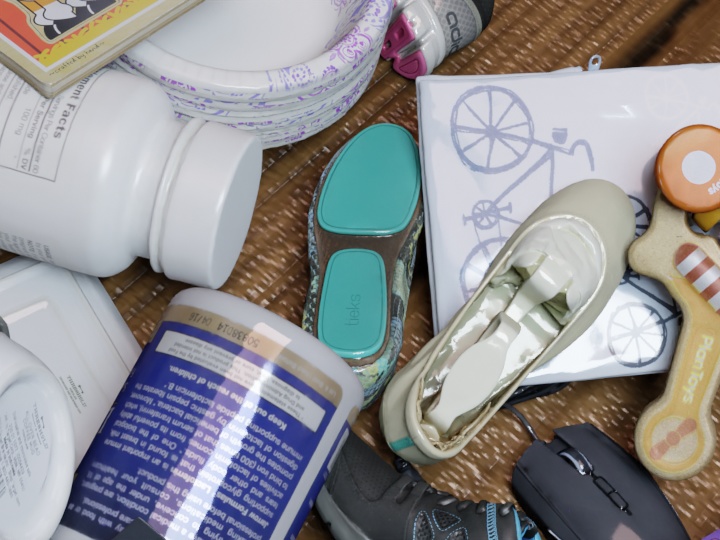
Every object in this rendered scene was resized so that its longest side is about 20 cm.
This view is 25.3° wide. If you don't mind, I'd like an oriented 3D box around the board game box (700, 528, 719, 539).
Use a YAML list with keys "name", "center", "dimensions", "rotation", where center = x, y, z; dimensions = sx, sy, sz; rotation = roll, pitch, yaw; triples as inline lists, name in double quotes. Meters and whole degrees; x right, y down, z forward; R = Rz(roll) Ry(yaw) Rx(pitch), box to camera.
- name: "board game box"
  center: [0.188, 0.203, 0.809]
  dimensions: [0.198, 0.136, 0.045]
  rotation: [-21, 22, -31]

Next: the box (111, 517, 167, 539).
- name: "box"
  center: [-0.081, 0.237, 0.691]
  dimensions: [0.148, 0.107, 0.201]
  rotation: [-40, 106, -14]

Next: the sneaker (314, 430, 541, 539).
- name: "sneaker"
  center: [0.051, 0.144, 0.839]
  dimensions: [0.200, 0.073, 0.082]
  rotation: [44, 100, 26]

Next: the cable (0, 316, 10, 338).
- name: "cable"
  center: [-0.270, 0.030, 0.865]
  dimensions: [0.199, 0.050, 0.098]
  rotation: [37, 95, 6]

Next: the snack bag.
- name: "snack bag"
  center: [0.135, -0.030, 0.936]
  dimensions: [0.197, 0.021, 0.191]
  rotation: [-5, 80, 0]

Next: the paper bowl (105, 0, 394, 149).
- name: "paper bowl"
  center: [-0.083, -0.162, 1.003]
  dimensions: [0.198, 0.105, 0.203]
  rotation: [6, 59, -9]

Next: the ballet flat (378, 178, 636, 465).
- name: "ballet flat"
  center: [0.087, 0.026, 0.880]
  dimensions: [0.069, 0.070, 0.200]
  rotation: [38, 80, 12]

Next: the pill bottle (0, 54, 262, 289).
- name: "pill bottle"
  center: [-0.161, -0.060, 0.904]
  dimensions: [0.198, 0.115, 0.115]
  rotation: [16, 56, 7]

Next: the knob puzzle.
- name: "knob puzzle"
  center: [-0.175, -0.203, 0.926]
  dimensions: [0.217, 0.031, 0.222]
  rotation: [1, 51, -2]

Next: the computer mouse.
- name: "computer mouse"
  center: [0.107, 0.134, 0.897]
  dimensions: [0.139, 0.046, 0.201]
  rotation: [-20, 65, -22]

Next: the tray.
- name: "tray"
  center: [-0.162, 0.072, 0.892]
  dimensions: [0.107, 0.022, 0.201]
  rotation: [-25, 67, -23]

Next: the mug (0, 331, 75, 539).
- name: "mug"
  center: [-0.229, 0.111, 0.763]
  dimensions: [0.173, 0.203, 0.148]
  rotation: [0, 13, 20]

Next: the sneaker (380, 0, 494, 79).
- name: "sneaker"
  center: [0.023, -0.223, 1.084]
  dimensions: [0.087, 0.074, 0.201]
  rotation: [-22, 70, -24]

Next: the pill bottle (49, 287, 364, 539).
- name: "pill bottle"
  center: [-0.089, 0.121, 0.804]
  dimensions: [0.115, 0.116, 0.201]
  rotation: [26, 73, 5]

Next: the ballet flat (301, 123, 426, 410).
- name: "ballet flat"
  center: [0.000, 0.000, 0.943]
  dimensions: [0.073, 0.075, 0.201]
  rotation: [16, 47, -2]

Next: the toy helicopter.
- name: "toy helicopter"
  center: [0.206, 0.022, 0.885]
  dimensions: [0.131, 0.079, 0.202]
  rotation: [18, 95, 8]
